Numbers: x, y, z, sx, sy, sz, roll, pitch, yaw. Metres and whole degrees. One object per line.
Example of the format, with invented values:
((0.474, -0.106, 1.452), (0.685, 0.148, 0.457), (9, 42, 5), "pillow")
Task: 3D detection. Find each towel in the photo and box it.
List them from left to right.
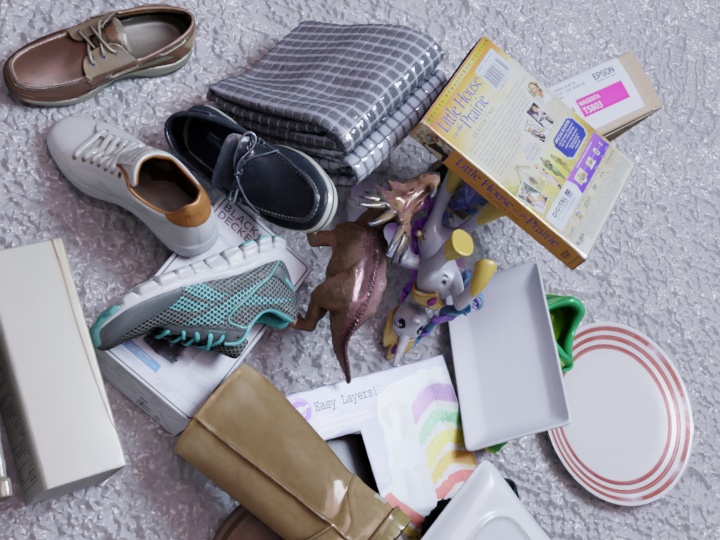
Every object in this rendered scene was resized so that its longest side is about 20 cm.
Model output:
((-0.036, -0.173, 1.103), (0.166, 0.199, 0.086), (-49, 137, -29), "towel")

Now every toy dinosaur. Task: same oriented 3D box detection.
((0.000, 0.000, 1.031), (0.085, 0.135, 0.202), (16, 77, -39), "toy dinosaur")

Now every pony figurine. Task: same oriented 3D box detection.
((0.073, -0.024, 1.122), (0.165, 0.200, 0.194), (18, 51, -16), "pony figurine")

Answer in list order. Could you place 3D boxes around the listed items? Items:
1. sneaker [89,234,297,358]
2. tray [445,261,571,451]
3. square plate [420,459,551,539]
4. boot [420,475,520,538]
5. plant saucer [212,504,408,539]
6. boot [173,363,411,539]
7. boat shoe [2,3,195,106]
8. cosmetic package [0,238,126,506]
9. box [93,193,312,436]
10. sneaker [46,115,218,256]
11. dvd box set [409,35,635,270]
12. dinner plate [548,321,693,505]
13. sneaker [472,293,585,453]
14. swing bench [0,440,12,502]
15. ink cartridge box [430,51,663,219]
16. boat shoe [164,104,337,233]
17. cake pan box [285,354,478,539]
((-0.136, 0.039, 0.983), (0.199, 0.077, 0.092), (-22, 87, -28), "sneaker")
((0.147, 0.086, 1.135), (0.022, 0.107, 0.201), (54, 24, -46), "tray")
((0.106, 0.302, 0.976), (0.200, 0.028, 0.199), (-48, 117, -19), "square plate")
((0.087, 0.300, 1.025), (0.199, 0.076, 0.169), (-33, 109, -23), "boot")
((-0.046, 0.282, 0.984), (0.198, 0.029, 0.202), (-1, 77, 3), "plant saucer")
((-0.081, 0.208, 0.960), (0.200, 0.066, 0.175), (38, 73, 12), "boot")
((-0.248, -0.217, 1.087), (0.199, 0.072, 0.076), (-26, 84, -30), "boat shoe")
((-0.268, 0.087, 0.954), (0.073, 0.103, 0.202), (-14, 80, -29), "cosmetic package")
((-0.149, 0.038, 1.052), (0.117, 0.060, 0.200), (42, 60, -7), "box")
((-0.209, -0.099, 1.027), (0.199, 0.085, 0.073), (33, 63, 17), "sneaker")
((0.157, -0.114, 1.068), (0.199, 0.029, 0.147), (38, 53, -5), "dvd box set")
((0.279, 0.156, 1.234), (0.198, 0.024, 0.202), (8, 68, -22), "dinner plate")
((0.169, 0.096, 1.166), (0.074, 0.083, 0.201), (41, 61, -15), "sneaker")
((-0.345, 0.084, 0.854), (0.128, 0.200, 0.201), (-13, 77, -4), "swing bench")
((0.199, -0.144, 1.220), (0.199, 0.165, 0.076), (-25, 84, -30), "ink cartridge box")
((-0.105, -0.094, 1.039), (0.199, 0.075, 0.062), (35, 19, 27), "boat shoe")
((0.016, 0.192, 1.083), (0.198, 0.052, 0.186), (-10, 75, -27), "cake pan box")
